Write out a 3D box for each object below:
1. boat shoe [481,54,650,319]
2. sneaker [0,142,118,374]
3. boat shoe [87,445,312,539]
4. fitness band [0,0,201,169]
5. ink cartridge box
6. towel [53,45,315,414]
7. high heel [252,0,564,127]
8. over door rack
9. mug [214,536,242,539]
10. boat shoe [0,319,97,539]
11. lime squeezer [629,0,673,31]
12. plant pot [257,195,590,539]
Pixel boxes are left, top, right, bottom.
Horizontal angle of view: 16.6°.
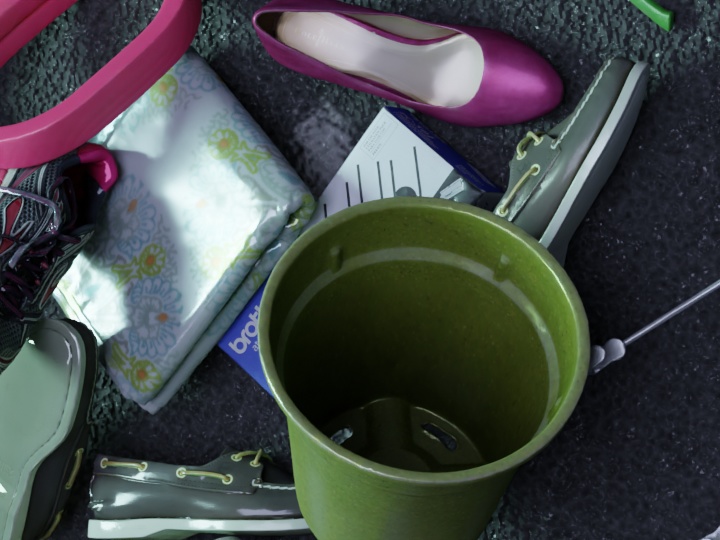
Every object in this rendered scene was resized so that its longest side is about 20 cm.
[{"bbox_3d":[0.117,-0.052,1.564,0.060,0.072,0.203,31,106,15],"label":"boat shoe"},{"bbox_3d":[-0.221,-0.014,1.609,0.074,0.081,0.201,-13,42,29],"label":"sneaker"},{"bbox_3d":[-0.091,0.148,1.654,0.200,0.072,0.061,-4,81,18],"label":"boat shoe"},{"bbox_3d":[-0.198,-0.149,1.669,0.200,0.038,0.143,-44,49,-17],"label":"fitness band"},{"bbox_3d":[0.000,0.000,1.629,0.094,0.044,0.201,41,106,19],"label":"ink cartridge box"},{"bbox_3d":[-0.132,-0.029,1.668,0.200,0.048,0.171,-52,58,19],"label":"towel"},{"bbox_3d":[0.029,-0.138,1.588,0.199,0.096,0.068,22,98,22],"label":"high heel"},{"bbox_3d":[0.248,0.067,1.502,0.199,0.067,0.148,-31,79,-1],"label":"over door rack"},{"bbox_3d":[-0.106,0.269,1.620,0.186,0.149,0.154,-27,79,20],"label":"mug"},{"bbox_3d":[-0.220,0.111,1.680,0.072,0.060,0.202,39,122,23],"label":"boat shoe"},{"bbox_3d":[0.110,-0.205,1.593,0.199,0.038,0.071,10,125,22],"label":"lime squeezer"},{"bbox_3d":[0.031,0.090,1.524,0.199,0.185,0.202,3,54,-4],"label":"plant pot"}]
